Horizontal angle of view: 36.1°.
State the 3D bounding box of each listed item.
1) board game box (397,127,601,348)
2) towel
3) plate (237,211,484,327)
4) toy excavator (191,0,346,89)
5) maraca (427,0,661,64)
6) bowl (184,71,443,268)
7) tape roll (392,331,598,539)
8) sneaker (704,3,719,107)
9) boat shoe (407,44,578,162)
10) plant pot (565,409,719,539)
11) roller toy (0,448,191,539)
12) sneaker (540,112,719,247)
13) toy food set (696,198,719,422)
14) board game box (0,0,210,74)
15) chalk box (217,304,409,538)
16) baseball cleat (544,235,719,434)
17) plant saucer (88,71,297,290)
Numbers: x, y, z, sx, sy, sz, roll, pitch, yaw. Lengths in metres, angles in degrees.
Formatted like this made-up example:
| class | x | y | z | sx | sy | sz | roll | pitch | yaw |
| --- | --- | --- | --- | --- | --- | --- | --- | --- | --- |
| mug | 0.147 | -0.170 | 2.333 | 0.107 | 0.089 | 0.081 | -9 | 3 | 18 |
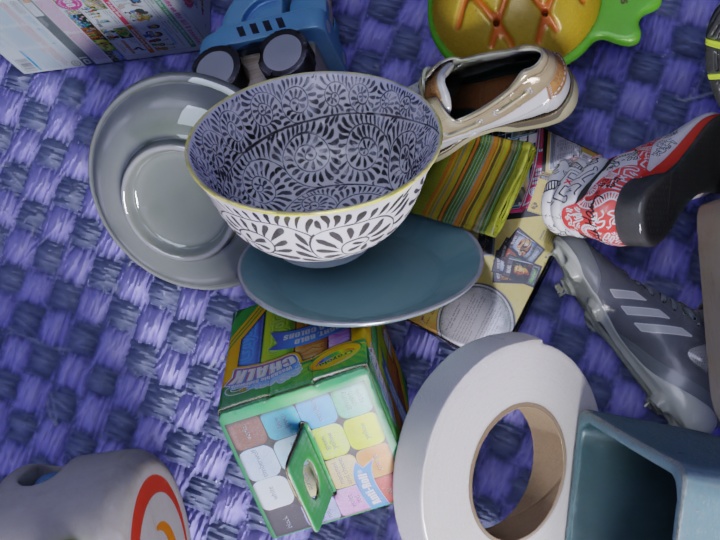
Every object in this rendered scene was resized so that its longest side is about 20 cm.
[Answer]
| class | x | y | z | sx | sy | sz | roll | pitch | yaw |
| --- | --- | --- | --- | --- | --- | --- | --- | --- | --- |
| board game box | 0.105 | -0.036 | 0.960 | 0.134 | 0.035 | 0.202 | 27 | 86 | 14 |
| towel | 0.050 | -0.091 | 0.950 | 0.198 | 0.018 | 0.087 | 18 | 75 | 34 |
| plate | 0.000 | 0.000 | 0.882 | 0.196 | 0.201 | 0.026 | 4 | 119 | 11 |
| toy excavator | -0.053 | -0.234 | 1.000 | 0.191 | 0.100 | 0.204 | -9 | 65 | 14 |
| maraca | 0.155 | -0.232 | 0.947 | 0.196 | 0.107 | 0.140 | -10 | 77 | 8 |
| bowl | -0.032 | -0.066 | 0.866 | 0.196 | 0.095 | 0.202 | -3 | 39 | 3 |
| tape roll | 0.111 | 0.152 | 0.854 | 0.037 | 0.201 | 0.206 | 9 | 79 | 52 |
| sneaker | 0.346 | -0.135 | 0.892 | 0.075 | 0.076 | 0.201 | -28 | 100 | 40 |
| boat shoe | 0.075 | -0.141 | 0.907 | 0.197 | 0.068 | 0.076 | -16 | 63 | 24 |
| plant pot | 0.271 | 0.224 | 0.795 | 0.196 | 0.196 | 0.200 | 6 | 93 | -8 |
| roller toy | -0.223 | 0.246 | 0.900 | 0.137 | 0.202 | 0.184 | -9 | 43 | 9 |
| sneaker | 0.228 | -0.082 | 0.902 | 0.107 | 0.200 | 0.068 | 8 | 122 | 41 |
| toy food set | 0.336 | 0.018 | 0.832 | 0.142 | 0.060 | 0.204 | -19 | 58 | 39 |
| board game box | -0.251 | -0.248 | 1.008 | 0.196 | 0.148 | 0.066 | -4 | 77 | 10 |
| chalk box | -0.031 | 0.112 | 0.861 | 0.122 | 0.201 | 0.127 | -18 | 116 | 7 |
| baseball cleat | 0.242 | 0.037 | 0.909 | 0.106 | 0.070 | 0.202 | -34 | 87 | -3 |
| plant saucer | -0.149 | -0.066 | 0.953 | 0.196 | 0.050 | 0.204 | 5 | 117 | 9 |
